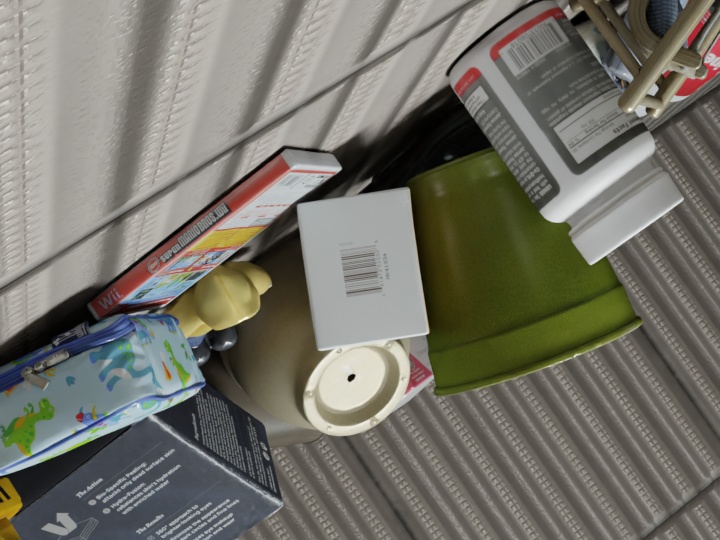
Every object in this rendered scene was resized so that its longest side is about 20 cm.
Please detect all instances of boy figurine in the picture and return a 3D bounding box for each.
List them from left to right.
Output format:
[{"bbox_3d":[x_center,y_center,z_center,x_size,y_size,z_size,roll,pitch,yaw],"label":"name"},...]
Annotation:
[{"bbox_3d":[-0.131,0.034,1.335,0.124,0.065,0.200,-30,176,-21],"label":"boy figurine"}]

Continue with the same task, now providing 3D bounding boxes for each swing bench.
[{"bbox_3d":[0.264,-0.232,1.135,0.199,0.130,0.199,-37,174,17],"label":"swing bench"}]

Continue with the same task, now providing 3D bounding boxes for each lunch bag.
[{"bbox_3d":[-0.220,0.096,1.136,0.160,0.083,0.200,-26,177,9],"label":"lunch bag"}]

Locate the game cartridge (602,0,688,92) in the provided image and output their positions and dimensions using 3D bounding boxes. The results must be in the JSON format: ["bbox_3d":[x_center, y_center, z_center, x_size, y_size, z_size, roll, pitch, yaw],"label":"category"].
[{"bbox_3d":[0.281,-0.240,1.388,0.134,0.041,0.200,-59,170,8],"label":"game cartridge"}]

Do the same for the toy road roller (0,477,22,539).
[{"bbox_3d":[-0.330,0.204,1.109,0.122,0.147,0.200,-36,175,7],"label":"toy road roller"}]

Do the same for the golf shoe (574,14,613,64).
[{"bbox_3d":[0.230,-0.206,1.454,0.097,0.078,0.200,-42,175,9],"label":"golf shoe"}]

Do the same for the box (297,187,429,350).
[{"bbox_3d":[0.000,0.000,1.279,0.096,0.126,0.200,-8,180,-2],"label":"box"}]

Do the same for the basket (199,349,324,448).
[{"bbox_3d":[-0.157,0.131,1.580,0.199,0.181,0.136,-14,157,-45],"label":"basket"}]

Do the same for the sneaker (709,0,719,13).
[{"bbox_3d":[0.364,-0.269,1.355,0.078,0.096,0.200,-5,158,8],"label":"sneaker"}]

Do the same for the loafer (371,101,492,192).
[{"bbox_3d":[0.074,-0.120,1.384,0.071,0.063,0.200,14,134,-40],"label":"loafer"}]

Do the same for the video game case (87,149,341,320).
[{"bbox_3d":[-0.112,-0.029,1.142,0.199,0.018,0.143,-37,175,12],"label":"video game case"}]

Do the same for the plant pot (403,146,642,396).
[{"bbox_3d":[0.129,-0.012,1.301,0.199,0.195,0.200,-20,-179,0],"label":"plant pot"}]

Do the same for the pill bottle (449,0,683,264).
[{"bbox_3d":[0.173,-0.113,1.202,0.113,0.201,0.114,-34,175,-4],"label":"pill bottle"}]

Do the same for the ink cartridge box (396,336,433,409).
[{"bbox_3d":[-0.001,0.068,1.694,0.085,0.200,0.145,-43,172,22],"label":"ink cartridge box"}]

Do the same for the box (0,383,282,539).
[{"bbox_3d":[-0.217,0.199,1.409,0.196,0.118,0.200,-37,130,16],"label":"box"}]

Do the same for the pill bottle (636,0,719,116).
[{"bbox_3d":[0.350,-0.255,1.552,0.112,0.113,0.200,-30,172,-46],"label":"pill bottle"}]

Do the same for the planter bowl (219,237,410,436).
[{"bbox_3d":[-0.030,0.083,1.460,0.199,0.135,0.202,-14,125,-20],"label":"planter bowl"}]
